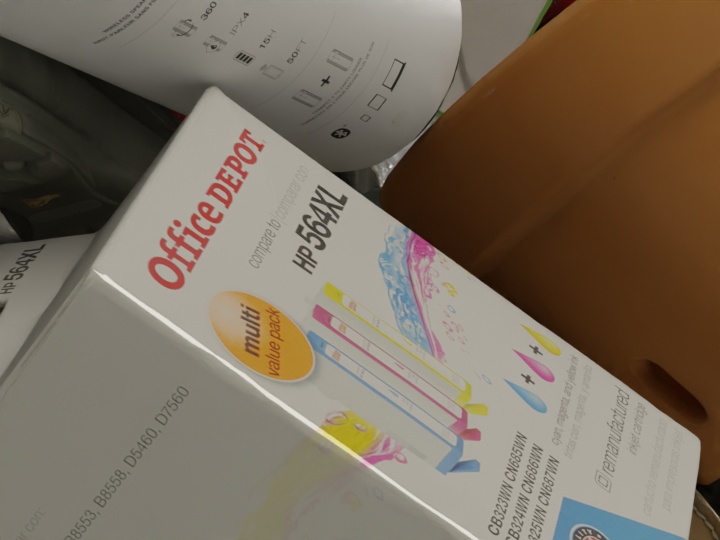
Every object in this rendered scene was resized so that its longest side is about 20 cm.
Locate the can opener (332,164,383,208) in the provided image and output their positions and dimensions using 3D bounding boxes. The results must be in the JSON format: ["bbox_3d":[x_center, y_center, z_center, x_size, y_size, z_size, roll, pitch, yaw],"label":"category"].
[{"bbox_3d":[0.000,0.000,0.968,0.066,0.053,0.200,-15,48,-17],"label":"can opener"}]

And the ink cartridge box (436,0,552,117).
[{"bbox_3d":[-0.022,-0.129,1.073,0.117,0.067,0.200,24,9,-27],"label":"ink cartridge box"}]

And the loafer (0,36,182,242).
[{"bbox_3d":[-0.089,-0.045,0.833,0.200,0.070,0.070,39,43,-63],"label":"loafer"}]

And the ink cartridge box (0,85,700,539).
[{"bbox_3d":[-0.028,0.059,0.736,0.200,0.125,0.129,36,26,-6],"label":"ink cartridge box"}]

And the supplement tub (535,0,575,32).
[{"bbox_3d":[0.152,-0.050,1.062,0.140,0.140,0.200,-14,81,-58],"label":"supplement tub"}]

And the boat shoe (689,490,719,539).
[{"bbox_3d":[0.031,0.059,0.851,0.200,0.074,0.066,25,-12,-10],"label":"boat shoe"}]

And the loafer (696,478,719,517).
[{"bbox_3d":[0.160,0.102,0.973,0.068,0.076,0.200,6,48,-51],"label":"loafer"}]

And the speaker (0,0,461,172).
[{"bbox_3d":[-0.051,-0.087,0.770,0.081,0.081,0.200,53,17,28],"label":"speaker"}]

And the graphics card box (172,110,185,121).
[{"bbox_3d":[-0.118,-0.139,0.939,0.200,0.126,0.051,39,33,2],"label":"graphics card box"}]

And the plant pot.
[{"bbox_3d":[0.126,-0.025,0.893,0.140,0.200,0.200,54,28,7],"label":"plant pot"}]
